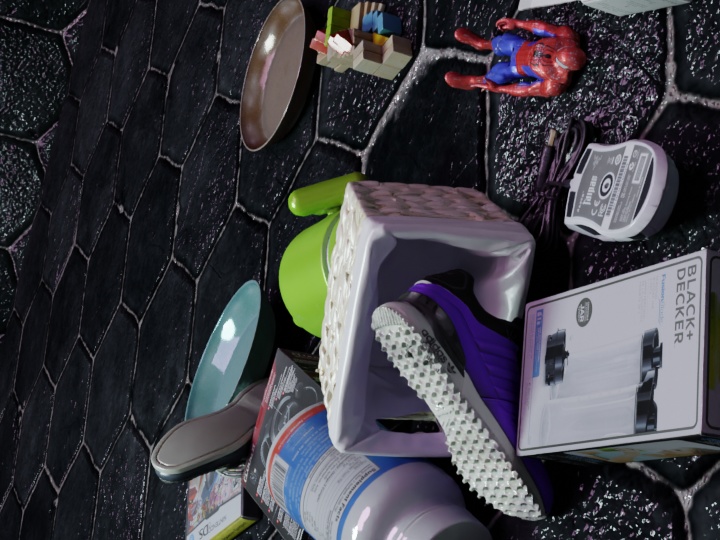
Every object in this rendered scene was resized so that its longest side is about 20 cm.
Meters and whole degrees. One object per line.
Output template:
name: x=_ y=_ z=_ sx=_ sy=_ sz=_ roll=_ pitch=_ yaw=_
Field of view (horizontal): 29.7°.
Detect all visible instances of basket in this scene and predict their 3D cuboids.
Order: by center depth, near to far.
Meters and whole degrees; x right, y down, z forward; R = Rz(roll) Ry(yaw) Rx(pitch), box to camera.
basket: x=0.045 y=0.034 z=1.087 sx=0.123 sy=0.136 sz=0.200 roll=-113 pitch=30 yaw=-62

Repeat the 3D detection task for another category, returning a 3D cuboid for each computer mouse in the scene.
computer mouse: x=0.179 y=-0.054 z=0.983 sx=0.200 sy=0.044 sz=0.110 roll=-156 pitch=84 yaw=-71

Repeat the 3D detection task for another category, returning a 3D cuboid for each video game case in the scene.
video game case: x=-0.163 y=0.225 z=1.610 sx=0.181 sy=0.025 sz=0.200 roll=-44 pitch=40 yaw=51

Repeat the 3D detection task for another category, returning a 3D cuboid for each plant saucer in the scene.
plant saucer: x=-0.143 y=0.109 z=1.539 sx=0.200 sy=0.036 sz=0.200 roll=-54 pitch=22 yaw=34
plant saucer: x=-0.099 y=-0.243 z=1.696 sx=0.200 sy=0.032 sz=0.200 roll=-39 pitch=45 yaw=54

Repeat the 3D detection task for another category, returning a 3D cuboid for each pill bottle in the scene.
pill bottle: x=0.016 y=0.194 z=1.110 sx=0.200 sy=0.112 sz=0.112 roll=32 pitch=108 yaw=49

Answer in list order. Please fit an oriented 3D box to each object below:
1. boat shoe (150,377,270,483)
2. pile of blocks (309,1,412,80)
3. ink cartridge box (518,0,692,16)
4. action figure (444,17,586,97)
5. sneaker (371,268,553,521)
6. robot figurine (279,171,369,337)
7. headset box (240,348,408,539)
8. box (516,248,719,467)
boat shoe: x=-0.138 y=0.176 z=1.406 sx=0.075 sy=0.200 sz=0.062 roll=21 pitch=122 yaw=25
pile of blocks: x=-0.008 y=-0.256 z=1.463 sx=0.200 sy=0.062 sz=0.082 roll=27 pitch=103 yaw=65
ink cartridge box: x=0.205 y=-0.297 z=1.039 sx=0.176 sy=0.045 sz=0.200 roll=10 pitch=87 yaw=65
action figure: x=0.131 y=-0.178 z=1.144 sx=0.200 sy=0.052 sz=0.065 roll=17 pitch=91 yaw=64
sneaker: x=0.100 y=0.085 z=0.994 sx=0.200 sy=0.100 sz=0.070 roll=58 pitch=150 yaw=-10
robot figurine: x=0.000 y=0.000 z=1.253 sx=0.200 sy=0.116 sz=0.176 roll=-23 pitch=80 yaw=60
headset box: x=-0.043 y=0.171 z=1.311 sx=0.200 sy=0.077 sz=0.149 roll=31 pitch=107 yaw=66
box: x=0.183 y=0.063 z=0.889 sx=0.200 sy=0.060 sz=0.117 roll=-21 pitch=60 yaw=62
